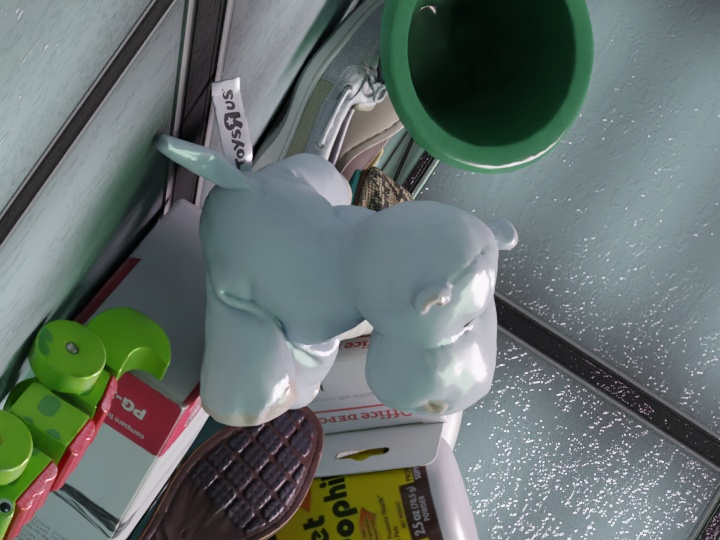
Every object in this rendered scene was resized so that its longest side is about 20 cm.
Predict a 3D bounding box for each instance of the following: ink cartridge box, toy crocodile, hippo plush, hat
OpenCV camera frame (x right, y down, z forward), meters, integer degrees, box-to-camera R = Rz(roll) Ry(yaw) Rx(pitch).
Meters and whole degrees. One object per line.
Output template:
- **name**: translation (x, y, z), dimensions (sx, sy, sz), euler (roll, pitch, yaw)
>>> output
- **ink cartridge box**: translation (-0.137, 0.080, 1.490), dimensions (0.200, 0.083, 0.145), euler (-58, 178, 40)
- **toy crocodile**: translation (-0.165, 0.087, 1.295), dimensions (0.200, 0.062, 0.068), euler (-54, 176, -48)
- **hippo plush**: translation (0.006, -0.006, 1.367), dimensions (0.159, 0.161, 0.200), euler (-52, 142, -55)
- **ink cartridge box**: translation (0.006, 0.051, 1.763), dimensions (0.200, 0.116, 0.068), euler (-75, 151, -51)
- **hat**: translation (0.047, -0.149, 1.736), dimensions (0.176, 0.200, 0.166), euler (4, -86, 55)

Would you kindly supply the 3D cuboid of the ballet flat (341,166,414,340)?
- **ballet flat**: translation (0.000, 0.000, 1.717), dimensions (0.068, 0.075, 0.200), euler (-62, 179, 37)

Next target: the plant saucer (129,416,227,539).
- **plant saucer**: translation (-0.124, 0.105, 1.692), dimensions (0.200, 0.027, 0.200), euler (-26, -152, 15)

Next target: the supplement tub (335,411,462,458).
- **supplement tub**: translation (-0.036, 0.091, 1.907), dimensions (0.145, 0.200, 0.145), euler (-165, -90, -76)

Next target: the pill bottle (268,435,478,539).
- **pill bottle**: translation (-0.025, 0.186, 1.742), dimensions (0.200, 0.109, 0.109), euler (-16, -178, 6)

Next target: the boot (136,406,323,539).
- **boot**: translation (-0.104, 0.160, 1.573), dimensions (0.200, 0.075, 0.097), euler (-48, -174, -31)

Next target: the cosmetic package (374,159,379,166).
- **cosmetic package**: translation (-0.045, -0.042, 1.944), dimensions (0.200, 0.051, 0.083), euler (-59, -168, 35)

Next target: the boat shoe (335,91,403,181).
- **boat shoe**: translation (-0.013, -0.099, 1.819), dimensions (0.200, 0.072, 0.060), euler (-53, 177, 11)

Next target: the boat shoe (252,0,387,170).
- **boat shoe**: translation (-0.019, -0.101, 1.736), dimensions (0.202, 0.065, 0.074), euler (-58, 178, 10)
